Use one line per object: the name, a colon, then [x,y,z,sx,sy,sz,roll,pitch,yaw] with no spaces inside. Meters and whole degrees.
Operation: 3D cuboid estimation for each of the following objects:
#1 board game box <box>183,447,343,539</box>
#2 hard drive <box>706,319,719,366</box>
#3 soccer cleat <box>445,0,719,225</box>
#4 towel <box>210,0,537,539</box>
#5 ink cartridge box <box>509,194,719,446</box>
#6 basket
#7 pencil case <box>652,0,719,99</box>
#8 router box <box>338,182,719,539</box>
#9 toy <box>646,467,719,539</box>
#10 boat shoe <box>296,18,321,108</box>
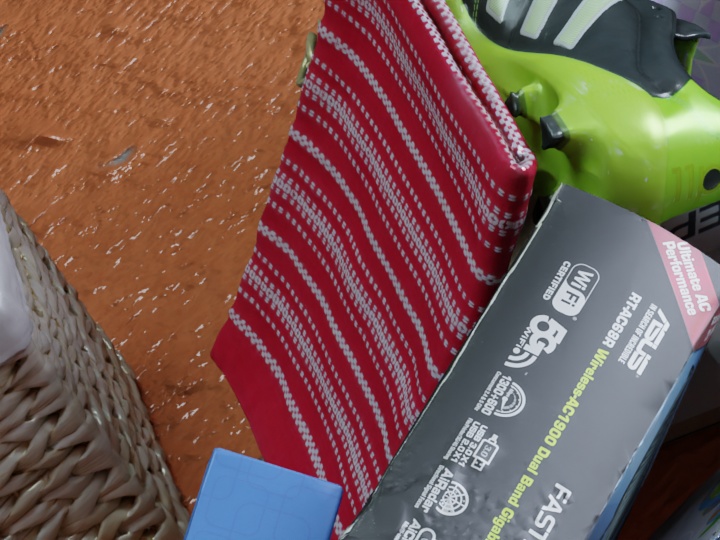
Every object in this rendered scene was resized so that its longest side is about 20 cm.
board game box: [-0.058,0.174,0.908,0.152,0.045,0.201,107,180,-66]
hard drive: [0.208,-0.032,0.910,0.200,0.026,0.132,-8,47,44]
soccer cleat: [0.063,-0.074,0.979,0.081,0.068,0.200,-9,36,-20]
towel: [0.000,0.000,0.995,0.022,0.200,0.145,-2,42,-25]
ink cartridge box: [0.152,-0.033,1.083,0.199,0.075,0.165,-23,30,23]
basket: [-0.191,0.075,1.222,0.200,0.161,0.198,-36,29,4]
pencil case: [0.066,-0.094,1.107,0.083,0.091,0.200,-6,15,-28]
router box: [0.038,0.091,0.917,0.150,0.062,0.200,-56,-11,-33]
toy: [0.111,0.096,0.918,0.115,0.047,0.200,-48,-6,24]
boat shoe: [-0.001,-0.031,1.091,0.063,0.201,0.073,-4,20,-28]
